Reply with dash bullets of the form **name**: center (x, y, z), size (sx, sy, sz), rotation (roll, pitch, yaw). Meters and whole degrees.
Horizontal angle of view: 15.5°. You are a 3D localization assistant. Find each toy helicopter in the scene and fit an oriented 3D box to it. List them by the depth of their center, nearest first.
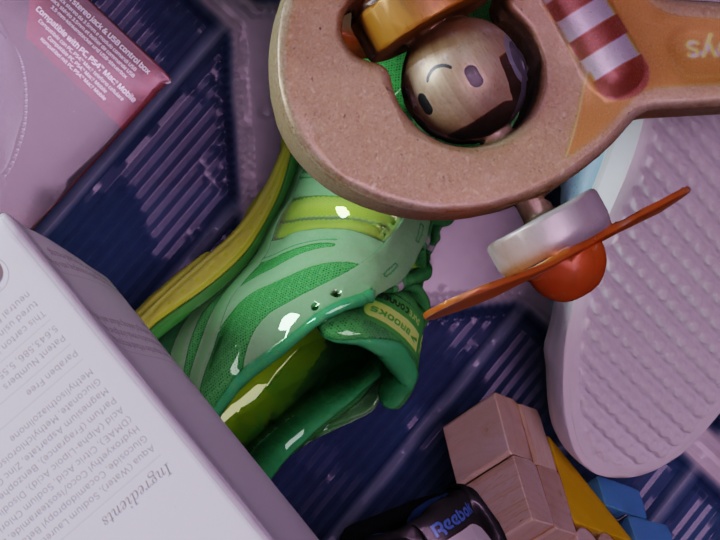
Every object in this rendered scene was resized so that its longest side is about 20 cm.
- **toy helicopter**: center (0.073, -0.050, 0.741), size (0.199, 0.079, 0.133), rotation (-1, 77, -13)

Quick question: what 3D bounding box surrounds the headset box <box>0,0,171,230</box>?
- **headset box**: center (-0.165, -0.046, 0.758), size (0.149, 0.077, 0.200), rotation (44, 80, -12)

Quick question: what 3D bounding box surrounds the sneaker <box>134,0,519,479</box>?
- **sneaker**: center (0.000, 0.000, 0.795), size (0.200, 0.084, 0.074), rotation (-53, 140, -4)

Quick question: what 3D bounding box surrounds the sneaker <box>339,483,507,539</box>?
- **sneaker**: center (0.053, 0.119, 0.755), size (0.073, 0.200, 0.112), rotation (-33, 115, -44)

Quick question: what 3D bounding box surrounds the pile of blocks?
- **pile of blocks**: center (0.084, 0.130, 0.848), size (0.062, 0.082, 0.200), rotation (-35, 91, 30)

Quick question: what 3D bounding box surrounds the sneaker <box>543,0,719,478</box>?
- **sneaker**: center (0.092, -0.038, 0.836), size (0.074, 0.082, 0.201), rotation (9, 100, -21)

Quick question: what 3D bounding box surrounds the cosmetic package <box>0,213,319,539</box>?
- **cosmetic package**: center (-0.049, 0.090, 0.694), size (0.081, 0.113, 0.200), rotation (-39, 76, 1)
